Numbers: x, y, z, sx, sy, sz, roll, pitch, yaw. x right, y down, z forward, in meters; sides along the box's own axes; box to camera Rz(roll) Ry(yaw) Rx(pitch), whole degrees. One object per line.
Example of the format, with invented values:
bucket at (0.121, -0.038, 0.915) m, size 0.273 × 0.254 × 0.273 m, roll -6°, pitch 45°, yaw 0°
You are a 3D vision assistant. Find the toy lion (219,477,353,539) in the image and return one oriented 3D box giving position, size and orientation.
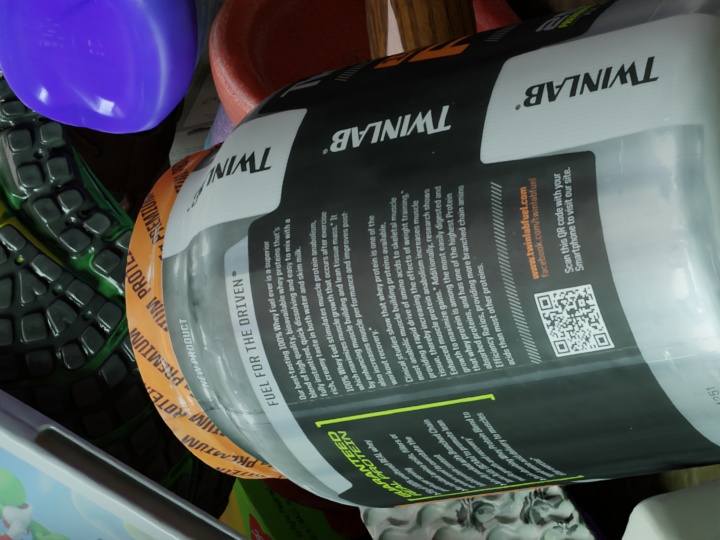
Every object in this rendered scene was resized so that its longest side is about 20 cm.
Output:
toy lion at (-0.024, 0.147, 1.162) m, size 0.200 × 0.069 × 0.192 m, roll 48°, pitch 149°, yaw 47°

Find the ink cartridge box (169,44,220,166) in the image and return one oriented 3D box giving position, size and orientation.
ink cartridge box at (-0.070, -0.120, 1.112) m, size 0.117 × 0.067 × 0.200 m, roll 68°, pitch 154°, yaw 19°

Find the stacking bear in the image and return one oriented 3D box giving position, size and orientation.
stacking bear at (0.000, 0.000, 0.983) m, size 0.122 × 0.113 × 0.200 m, roll 56°, pitch 153°, yaw 39°

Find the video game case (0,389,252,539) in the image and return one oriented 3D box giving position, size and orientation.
video game case at (-0.077, 0.123, 0.948) m, size 0.200 × 0.017 × 0.143 m, roll 30°, pitch 133°, yaw 11°

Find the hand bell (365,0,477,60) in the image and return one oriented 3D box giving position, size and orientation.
hand bell at (0.009, -0.129, 0.871) m, size 0.104 × 0.104 × 0.201 m, roll 170°, pitch 94°, yaw -65°

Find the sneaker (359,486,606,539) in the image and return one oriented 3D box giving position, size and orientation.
sneaker at (0.070, 0.126, 0.941) m, size 0.200 × 0.069 × 0.100 m, roll 61°, pitch -178°, yaw 3°

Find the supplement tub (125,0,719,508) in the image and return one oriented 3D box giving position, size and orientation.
supplement tub at (0.041, -0.003, 0.784) m, size 0.200 × 0.122 × 0.123 m, roll -11°, pitch 92°, yaw 37°

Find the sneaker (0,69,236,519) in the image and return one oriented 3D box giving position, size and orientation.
sneaker at (-0.101, 0.003, 0.980) m, size 0.200 × 0.078 × 0.085 m, roll 63°, pitch 169°, yaw 3°

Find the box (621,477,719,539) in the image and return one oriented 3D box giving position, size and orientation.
box at (0.144, 0.155, 0.735) m, size 0.200 × 0.109 × 0.128 m, roll 58°, pitch 150°, yaw 35°

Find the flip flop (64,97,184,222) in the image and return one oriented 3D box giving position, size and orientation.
flip flop at (-0.092, -0.072, 1.024) m, size 0.058 × 0.081 × 0.201 m, roll 28°, pitch 124°, yaw 49°

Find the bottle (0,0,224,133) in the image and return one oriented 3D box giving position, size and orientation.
bottle at (-0.059, -0.137, 0.964) m, size 0.084 × 0.065 × 0.200 m, roll 88°, pitch -162°, yaw -47°
